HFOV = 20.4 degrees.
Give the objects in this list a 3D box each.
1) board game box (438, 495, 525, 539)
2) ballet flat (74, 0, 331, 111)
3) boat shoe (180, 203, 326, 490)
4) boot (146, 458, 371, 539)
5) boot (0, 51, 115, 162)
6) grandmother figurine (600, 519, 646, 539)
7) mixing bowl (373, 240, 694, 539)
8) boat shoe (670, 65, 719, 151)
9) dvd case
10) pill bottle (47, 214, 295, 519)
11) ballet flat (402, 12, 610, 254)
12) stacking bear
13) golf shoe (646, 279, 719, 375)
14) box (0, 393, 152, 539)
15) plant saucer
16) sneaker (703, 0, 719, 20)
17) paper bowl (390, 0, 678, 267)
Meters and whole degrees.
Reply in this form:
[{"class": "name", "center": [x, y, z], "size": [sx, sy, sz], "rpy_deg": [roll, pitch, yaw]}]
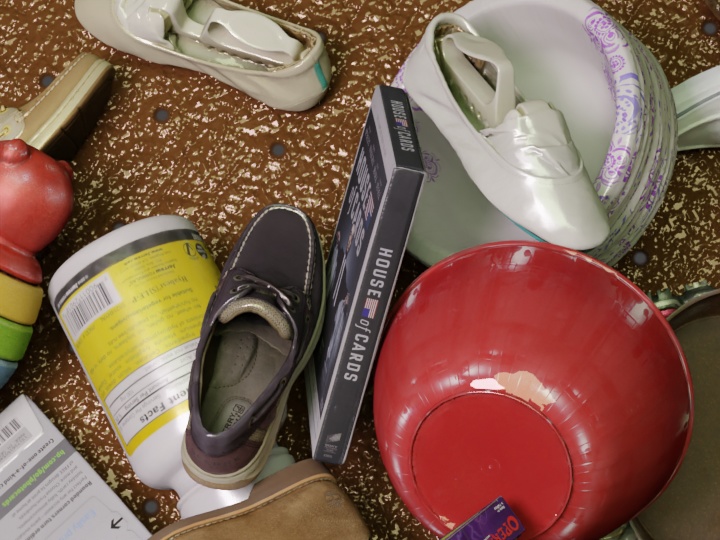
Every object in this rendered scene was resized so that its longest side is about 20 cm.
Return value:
[{"class": "board game box", "center": [-0.004, 0.203, 1.132], "size": [0.120, 0.200, 0.032], "rpy_deg": [-25, 77, -47]}, {"class": "ballet flat", "center": [-0.113, -0.173, 1.407], "size": [0.199, 0.069, 0.070], "rpy_deg": [20, 76, 9]}, {"class": "boat shoe", "center": [-0.064, 0.037, 1.244], "size": [0.072, 0.065, 0.200], "rpy_deg": [17, 59, 2]}, {"class": "boot", "center": [-0.082, 0.190, 1.212], "size": [0.200, 0.074, 0.075], "rpy_deg": [-28, 59, -23]}, {"class": "boot", "center": [-0.283, -0.107, 1.395], "size": [0.155, 0.073, 0.200], "rpy_deg": [41, 87, 9]}, {"class": "grandmother figurine", "center": [0.129, 0.108, 1.276], "size": [0.121, 0.061, 0.200], "rpy_deg": [-29, 107, -1]}, {"class": "mixing bowl", "center": [0.087, 0.093, 1.172], "size": [0.199, 0.108, 0.201], "rpy_deg": [6, 111, 17]}, {"class": "boat shoe", "center": [0.288, -0.109, 1.358], "size": [0.199, 0.074, 0.067], "rpy_deg": [-18, 71, -2]}, {"class": "dvd case", "center": [0.000, 0.000, 1.263], "size": [0.025, 0.150, 0.201], "rpy_deg": [11, 113, -9]}, {"class": "pill bottle", "center": [-0.116, 0.074, 1.314], "size": [0.111, 0.111, 0.200], "rpy_deg": [-27, 75, -4]}, {"class": "ballet flat", "center": [0.088, -0.091, 1.231], "size": [0.069, 0.070, 0.200], "rpy_deg": [-33, 51, -6]}, {"class": "stacking bear", "center": [-0.257, 0.008, 1.304], "size": [0.114, 0.121, 0.200], "rpy_deg": [30, 92, 35]}, {"class": "golf shoe", "center": [0.153, 0.068, 1.318], "size": [0.199, 0.077, 0.088], "rpy_deg": [-13, 80, 0]}, {"class": "box", "center": [-0.213, 0.200, 1.298], "size": [0.156, 0.041, 0.200], "rpy_deg": [-43, 61, -8]}, {"class": "plant saucer", "center": [0.239, 0.110, 1.282], "size": [0.200, 0.034, 0.201], "rpy_deg": [2, 86, -25]}, {"class": "sneaker", "center": [0.302, -0.188, 1.353], "size": [0.090, 0.200, 0.067], "rpy_deg": [-1, 115, -19]}, {"class": "paper bowl", "center": [0.115, -0.077, 1.322], "size": [0.200, 0.104, 0.201], "rpy_deg": [-12, 67, 31]}]
